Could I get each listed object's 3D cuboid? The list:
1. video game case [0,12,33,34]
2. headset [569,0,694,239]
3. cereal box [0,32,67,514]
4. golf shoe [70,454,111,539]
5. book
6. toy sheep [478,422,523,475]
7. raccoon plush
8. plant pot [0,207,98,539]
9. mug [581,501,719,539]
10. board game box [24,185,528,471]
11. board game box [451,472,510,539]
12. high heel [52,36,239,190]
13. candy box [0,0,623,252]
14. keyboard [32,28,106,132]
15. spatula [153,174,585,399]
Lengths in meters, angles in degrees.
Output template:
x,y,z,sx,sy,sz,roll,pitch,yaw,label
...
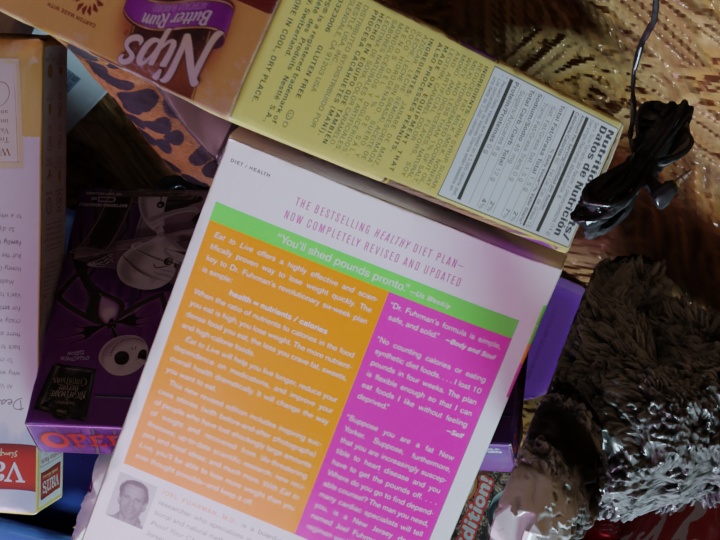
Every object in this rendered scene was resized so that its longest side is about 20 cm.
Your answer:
x,y,z,sx,sy,sz,roll,pitch,yaw,label
-0.253,-0.076,0.980,0.181,0.201,0.023,28,-169,14,video game case
0.054,-0.112,0.675,0.123,0.094,0.200,2,131,47,headset
-0.197,-0.001,0.936,0.143,0.201,0.040,4,-172,11,cereal box
-0.101,0.130,1.039,0.073,0.092,0.200,51,171,18,golf shoe
-0.019,0.061,0.841,0.133,0.201,0.048,24,-163,4,book
-0.020,0.056,1.024,0.199,0.138,0.138,8,148,20,toy sheep
0.130,0.082,0.848,0.133,0.200,0.097,20,130,8,raccoon plush
-0.213,0.046,1.094,0.199,0.181,0.200,16,173,31,plant pot
0.129,0.171,0.984,0.177,0.200,0.133,32,156,0,mug
-0.029,0.022,0.909,0.199,0.121,0.032,1,151,11,board game box
0.036,0.186,1.163,0.200,0.160,0.097,40,153,-20,board game box
-0.112,-0.102,0.911,0.200,0.072,0.143,34,158,-10,high heel
-0.011,-0.069,0.752,0.116,0.057,0.200,27,-176,37,candy box
-0.144,-0.096,1.030,0.056,0.011,0.200,32,156,-14,keyboard
0.000,0.000,0.963,0.199,0.057,0.021,20,174,11,spatula
